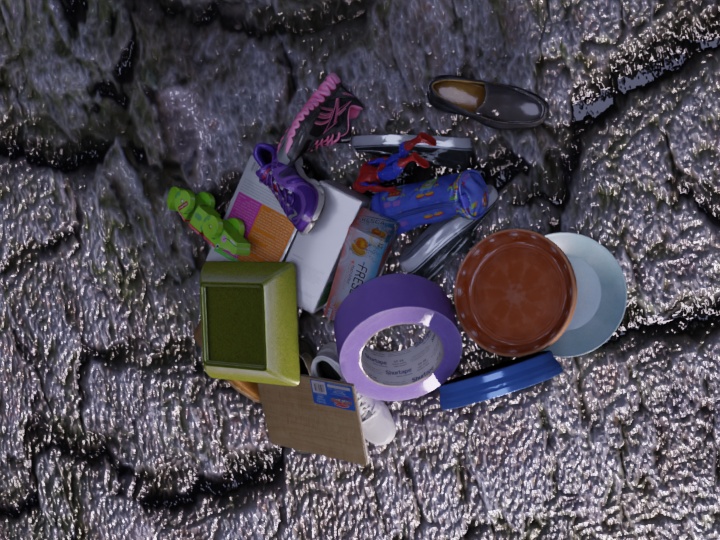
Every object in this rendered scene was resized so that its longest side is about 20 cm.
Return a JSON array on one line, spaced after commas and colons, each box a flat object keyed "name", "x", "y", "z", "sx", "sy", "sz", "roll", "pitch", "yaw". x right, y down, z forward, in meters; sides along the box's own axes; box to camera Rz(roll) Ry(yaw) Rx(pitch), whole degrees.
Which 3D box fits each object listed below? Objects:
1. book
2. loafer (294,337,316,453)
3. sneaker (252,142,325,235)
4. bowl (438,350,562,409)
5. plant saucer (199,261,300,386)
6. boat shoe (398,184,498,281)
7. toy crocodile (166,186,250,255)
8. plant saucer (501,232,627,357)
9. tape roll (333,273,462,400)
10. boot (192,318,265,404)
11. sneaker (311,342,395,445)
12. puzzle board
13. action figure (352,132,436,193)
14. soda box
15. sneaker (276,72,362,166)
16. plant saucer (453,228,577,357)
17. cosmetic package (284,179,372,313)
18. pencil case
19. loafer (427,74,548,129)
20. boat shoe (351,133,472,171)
[{"name": "book", "x": -0.169, "y": -0.078, "z": 1.553, "sx": 0.133, "sy": 0.048, "sz": 0.201, "roll": 28, "pitch": 100, "yaw": 11}, {"name": "loafer", "x": -0.110, "y": 0.219, "z": 1.560, "sx": 0.074, "sy": 0.070, "sz": 0.202, "roll": -3, "pitch": 96, "yaw": 11}, {"name": "sneaker", "x": -0.123, "y": -0.131, "z": 1.441, "sx": 0.081, "sy": 0.083, "sz": 0.201, "roll": -56, "pitch": 44, "yaw": 24}, {"name": "bowl", "x": 0.216, "y": 0.170, "z": 1.425, "sx": 0.199, "sy": 0.200, "sz": 0.040, "roll": -19, "pitch": 84, "yaw": 13}, {"name": "plant saucer", "x": -0.194, "y": 0.088, "z": 1.488, "sx": 0.198, "sy": 0.048, "sz": 0.202, "roll": 1, "pitch": 95, "yaw": 33}, {"name": "boat shoe", "x": 0.154, "y": -0.056, "z": 1.486, "sx": 0.200, "sy": 0.072, "sz": 0.071, "roll": -41, "pitch": 110, "yaw": 11}, {"name": "toy crocodile", "x": -0.259, "y": -0.082, "z": 1.533, "sx": 0.200, "sy": 0.067, "sz": 0.062, "roll": 40, "pitch": 110, "yaw": 25}, {"name": "plant saucer", "x": 0.327, "y": 0.037, "z": 1.470, "sx": 0.199, "sy": 0.039, "sz": 0.203, "roll": 1, "pitch": 97, "yaw": 11}, {"name": "tape roll", "x": 0.059, "y": 0.109, "z": 1.457, "sx": 0.198, "sy": 0.085, "sz": 0.201, "roll": -4, "pitch": 127, "yaw": -5}, {"name": "boot", "x": -0.191, "y": 0.117, "z": 1.559, "sx": 0.201, "sy": 0.071, "sz": 0.144, "roll": 43, "pitch": 113, "yaw": 12}, {"name": "sneaker", "x": -0.018, "y": 0.220, "z": 1.520, "sx": 0.073, "sy": 0.116, "sz": 0.201, "roll": -36, "pitch": 90, "yaw": 11}, {"name": "puzzle board", "x": -0.080, "y": 0.236, "z": 1.496, "sx": 0.198, "sy": 0.017, "sz": 0.152, "roll": 6, "pitch": 116, "yaw": 32}, {"name": "action figure", "x": 0.045, "y": -0.158, "z": 1.434, "sx": 0.051, "sy": 0.199, "sz": 0.066, "roll": 28, "pitch": 66, "yaw": -27}, {"name": "soda box", "x": 0.000, "y": 0.000, "z": 1.473, "sx": 0.068, "sy": 0.064, "sz": 0.201, "roll": 25, "pitch": 131, "yaw": 8}, {"name": "sneaker", "x": -0.059, "y": -0.229, "z": 1.459, "sx": 0.095, "sy": 0.201, "sz": 0.079, "roll": 39, "pitch": 146, "yaw": -10}, {"name": "plant saucer", "x": 0.245, "y": 0.036, "z": 1.435, "sx": 0.199, "sy": 0.032, "sz": 0.203, "roll": -5, "pitch": 80, "yaw": 28}, {"name": "cosmetic package", "x": -0.062, "y": -0.043, "z": 1.503, "sx": 0.084, "sy": 0.108, "sz": 0.201, "roll": 27, "pitch": 102, "yaw": 8}, {"name": "pencil case", "x": 0.103, "y": -0.104, "z": 1.440, "sx": 0.199, "sy": 0.087, "sz": 0.079, "roll": -11, "pitch": 113, "yaw": 38}, {"name": "loafer", "x": 0.200, "y": -0.266, "z": 1.443, "sx": 0.198, "sy": 0.072, "sz": 0.074, "roll": 10, "pitch": 97, "yaw": 9}, {"name": "boat shoe", "x": 0.083, "y": -0.192, "z": 1.479, "sx": 0.198, "sy": 0.069, "sz": 0.057, "roll": 4, "pitch": 98, "yaw": 9}]
